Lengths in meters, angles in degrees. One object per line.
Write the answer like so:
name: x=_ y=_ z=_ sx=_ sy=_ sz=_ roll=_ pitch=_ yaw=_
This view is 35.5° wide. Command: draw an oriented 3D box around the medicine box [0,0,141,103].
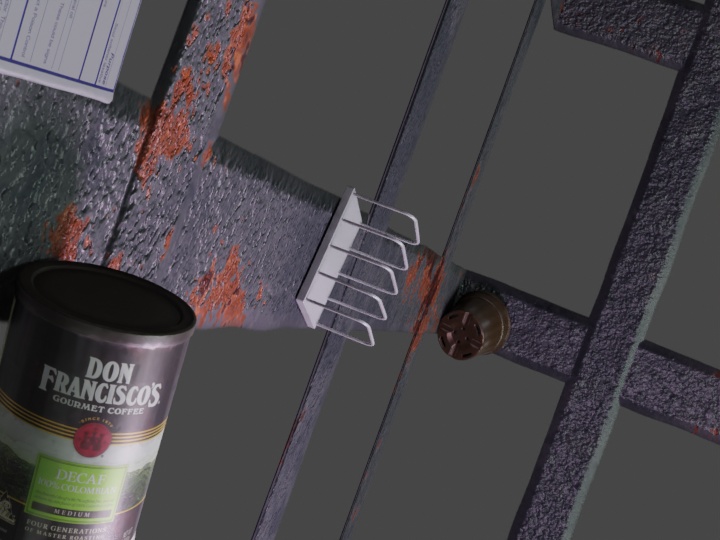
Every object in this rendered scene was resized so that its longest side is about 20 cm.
medicine box: x=-0.197 y=-0.208 z=0.634 sx=0.200 sy=0.101 sz=0.185 roll=-6 pitch=116 yaw=-77

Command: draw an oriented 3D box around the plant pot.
plant pot: x=0.333 y=0.176 z=3.404 sx=0.198 sy=0.198 sz=0.204 roll=-18 pitch=129 yaw=-64

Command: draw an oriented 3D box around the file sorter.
file sorter: x=0.000 y=0.000 z=1.782 sx=0.139 sy=0.123 sz=0.203 roll=73 pitch=39 yaw=-69

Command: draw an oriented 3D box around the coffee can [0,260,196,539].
coffee can: x=-0.228 y=0.113 z=0.912 sx=0.146 sy=0.144 sz=0.203 roll=-29 pitch=138 yaw=-71
